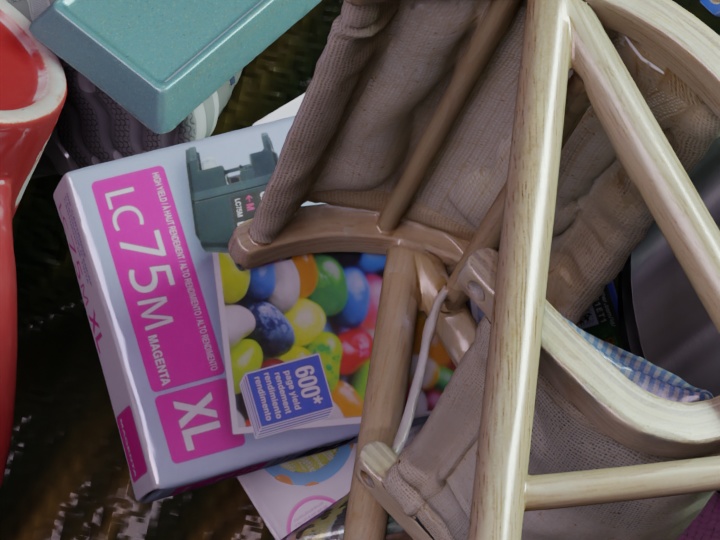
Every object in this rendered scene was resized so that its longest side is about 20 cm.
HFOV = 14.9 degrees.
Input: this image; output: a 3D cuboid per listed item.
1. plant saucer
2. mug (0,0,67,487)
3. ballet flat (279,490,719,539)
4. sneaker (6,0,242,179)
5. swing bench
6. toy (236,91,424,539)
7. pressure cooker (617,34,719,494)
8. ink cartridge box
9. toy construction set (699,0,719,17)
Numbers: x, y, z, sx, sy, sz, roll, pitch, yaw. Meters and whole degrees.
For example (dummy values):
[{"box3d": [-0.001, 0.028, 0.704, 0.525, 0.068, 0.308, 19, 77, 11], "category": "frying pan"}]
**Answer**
[{"box3d": [-0.032, -0.132, 1.044, 0.070, 0.019, 0.200, 38, 61, 17], "category": "plant saucer"}, {"box3d": [-0.180, 0.001, 1.028, 0.177, 0.133, 0.200, 33, 116, 3], "category": "mug"}, {"box3d": [0.063, 0.087, 0.991, 0.199, 0.069, 0.071, 2, 64, -9], "category": "ballet flat"}, {"box3d": [-0.130, -0.076, 1.098, 0.200, 0.082, 0.075, 8, 124, 29], "category": "sneaker"}, {"box3d": [0.050, 0.027, 0.867, 0.129, 0.199, 0.200, -5, 68, -15], "category": "swing bench"}, {"box3d": [-0.006, 0.041, 1.039, 0.115, 0.047, 0.200, -31, 89, -13], "category": "toy"}, {"box3d": [0.179, -0.002, 0.927, 0.178, 0.200, 0.176, 17, 69, -10], "category": "pressure cooker"}, {"box3d": [0.000, 0.000, 1.003, 0.200, 0.042, 0.120, -14, 82, -19], "category": "ink cartridge box"}, {"box3d": [0.127, -0.200, 1.030, 0.131, 0.092, 0.200, -50, 63, 30], "category": "toy construction set"}]
